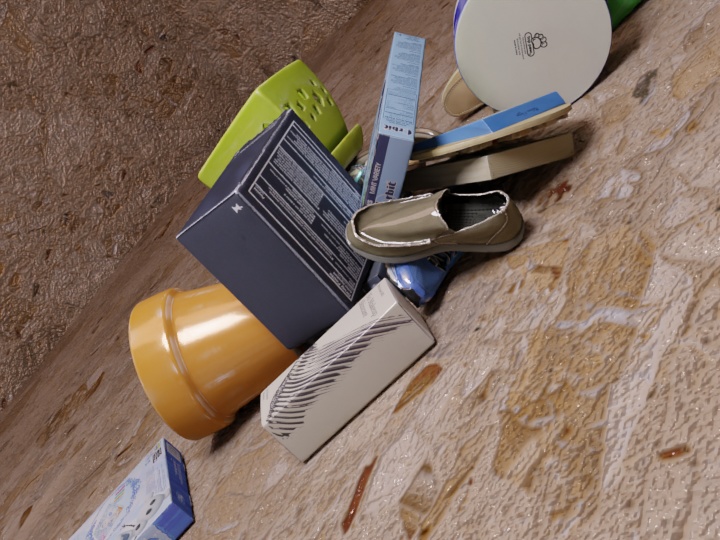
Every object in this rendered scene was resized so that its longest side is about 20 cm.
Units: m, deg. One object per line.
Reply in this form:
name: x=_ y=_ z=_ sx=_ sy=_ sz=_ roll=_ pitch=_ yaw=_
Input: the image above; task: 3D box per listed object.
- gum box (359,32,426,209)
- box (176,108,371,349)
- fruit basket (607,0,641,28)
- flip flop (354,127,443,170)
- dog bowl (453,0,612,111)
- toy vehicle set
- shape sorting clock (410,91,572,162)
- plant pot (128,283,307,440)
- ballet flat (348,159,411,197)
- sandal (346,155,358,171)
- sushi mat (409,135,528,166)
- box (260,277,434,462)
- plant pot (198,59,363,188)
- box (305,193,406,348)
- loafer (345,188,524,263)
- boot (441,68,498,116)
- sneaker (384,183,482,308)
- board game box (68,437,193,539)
gum box: x=0.036 y=-0.159 z=0.980 sx=0.171 sy=0.044 sz=0.202 roll=104 pitch=177 yaw=-47
box: x=-0.089 y=-0.052 z=0.988 sx=0.122 sy=0.200 sz=0.199 roll=-30 pitch=23 yaw=33
fruit basket: x=0.353 y=-0.451 z=1.148 sx=0.217 sy=0.154 sz=0.217 roll=-55 pitch=18 yaw=27
flip flop: x=0.069 y=-0.176 z=1.274 sx=0.198 sy=0.080 sz=0.059 roll=-14 pitch=70 yaw=41
dog bowl: x=0.217 y=-0.304 z=1.025 sx=0.199 sy=0.200 sz=0.079 roll=-34 pitch=24 yaw=27
toy vehicle set: x=0.149 y=-0.130 z=0.983 sx=0.123 sy=0.027 sz=0.199 roll=-18 pitch=8 yaw=-25
shape sorting clock: x=0.151 y=-0.161 z=0.946 sx=0.197 sy=0.040 sz=0.200 roll=-20 pitch=7 yaw=3
plant pot: x=-0.176 y=0.097 z=1.075 sx=0.181 sy=0.202 sz=0.201 roll=-24 pitch=23 yaw=9
ballet flat: x=0.034 y=-0.132 z=1.156 sx=0.074 sy=0.075 sz=0.200 roll=-35 pitch=-2 yaw=24
sandal: x=-0.008 y=-0.165 z=1.423 sx=0.074 sy=0.046 sz=0.200 roll=-18 pitch=26 yaw=-20
sushi mat: x=0.141 y=-0.167 z=1.116 sx=0.094 sy=0.012 sz=0.199 roll=-16 pitch=8 yaw=-21
box: x=-0.018 y=0.108 z=0.880 sx=0.200 sy=0.068 sz=0.082 roll=-44 pitch=19 yaw=6
plant pot: x=-0.118 y=-0.195 z=1.325 sx=0.200 sy=0.181 sz=0.200 roll=-46 pitch=7 yaw=32
box: x=0.000 y=0.000 z=1.085 sx=0.157 sy=0.051 sz=0.201 roll=-34 pitch=22 yaw=31
loafer: x=0.078 y=-0.059 z=0.873 sx=0.196 sy=0.070 sz=0.076 roll=-6 pitch=56 yaw=8
boot: x=0.197 y=-0.274 z=1.204 sx=0.199 sy=0.072 sz=0.156 roll=-33 pitch=26 yaw=31
sneaker: x=0.093 y=-0.042 z=0.939 sx=0.089 sy=0.078 sz=0.201 roll=-29 pitch=25 yaw=44
board game box: x=-0.306 y=0.340 z=1.044 sx=0.199 sy=0.043 sz=0.200 roll=-46 pitch=20 yaw=-3
